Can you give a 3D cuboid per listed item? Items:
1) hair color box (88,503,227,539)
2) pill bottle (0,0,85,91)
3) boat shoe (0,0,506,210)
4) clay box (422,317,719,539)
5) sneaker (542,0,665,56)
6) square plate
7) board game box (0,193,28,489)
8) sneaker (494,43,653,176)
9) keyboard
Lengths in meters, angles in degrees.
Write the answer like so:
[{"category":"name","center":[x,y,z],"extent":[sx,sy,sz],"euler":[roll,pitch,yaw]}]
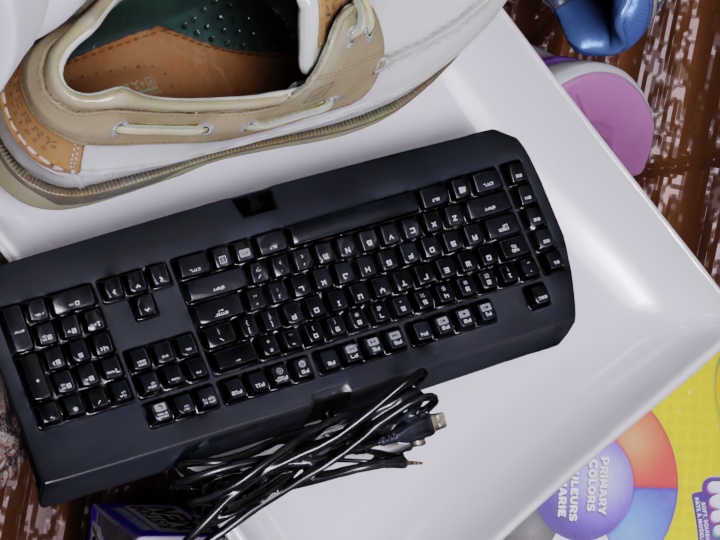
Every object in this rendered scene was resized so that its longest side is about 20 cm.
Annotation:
[{"category":"hair color box","center":[-0.001,0.144,1.089],"extent":[0.199,0.065,0.110],"euler":[3,98,-23]},{"category":"pill bottle","center":[-0.116,-0.138,0.905],"extent":[0.114,0.114,0.201],"euler":[43,39,-19]},{"category":"boat shoe","center":[-0.024,-0.078,0.949],"extent":[0.199,0.068,0.075],"euler":[-29,86,-26]},{"category":"clay box","center":[0.078,0.074,1.055],"extent":[0.199,0.048,0.116],"euler":[3,88,-20]},{"category":"sneaker","center":[0.050,-0.152,1.035],"extent":[0.200,0.077,0.086],"euler":[43,53,-28]},{"category":"square plate","center":[0.000,0.000,0.992],"extent":[0.200,0.028,0.198],"euler":[-39,91,-25]},{"category":"board game box","center":[-0.168,-0.005,0.957],"extent":[0.096,0.200,0.160],"euler":[-20,106,24]},{"category":"sneaker","center":[0.031,-0.004,1.108],"extent":[0.080,0.088,0.201],"euler":[10,115,-40]},{"category":"keyboard","center":[-0.014,0.020,0.944],"extent":[0.199,0.040,0.105],"euler":[-17,82,-23]}]
